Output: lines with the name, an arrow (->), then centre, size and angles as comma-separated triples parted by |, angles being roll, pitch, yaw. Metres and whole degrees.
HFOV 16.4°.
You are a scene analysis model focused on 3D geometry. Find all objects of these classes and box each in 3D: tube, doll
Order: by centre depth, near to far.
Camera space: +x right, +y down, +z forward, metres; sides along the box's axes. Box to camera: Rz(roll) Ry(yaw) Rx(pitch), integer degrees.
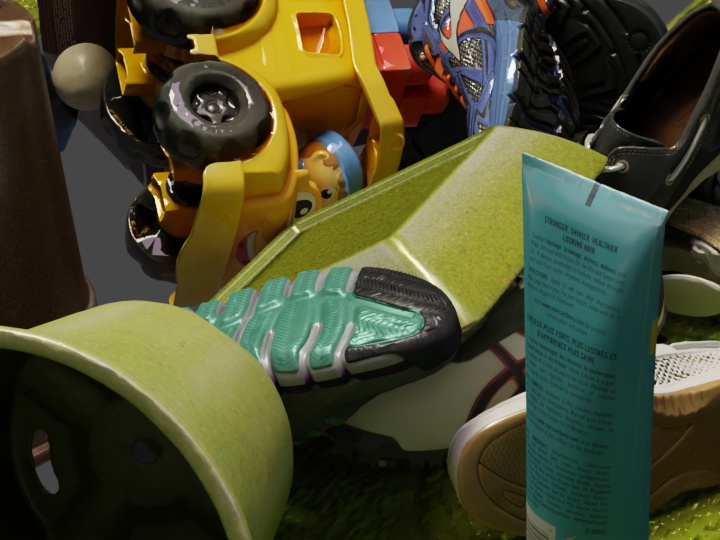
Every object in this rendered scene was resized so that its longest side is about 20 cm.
tube -> 0.092, 0.055, 1.016 | 0.077, 0.201, 0.050 | 21, 35, 38
doll -> -0.233, -0.108, 1.498 | 0.199, 0.136, 0.049 | -1, 61, 27

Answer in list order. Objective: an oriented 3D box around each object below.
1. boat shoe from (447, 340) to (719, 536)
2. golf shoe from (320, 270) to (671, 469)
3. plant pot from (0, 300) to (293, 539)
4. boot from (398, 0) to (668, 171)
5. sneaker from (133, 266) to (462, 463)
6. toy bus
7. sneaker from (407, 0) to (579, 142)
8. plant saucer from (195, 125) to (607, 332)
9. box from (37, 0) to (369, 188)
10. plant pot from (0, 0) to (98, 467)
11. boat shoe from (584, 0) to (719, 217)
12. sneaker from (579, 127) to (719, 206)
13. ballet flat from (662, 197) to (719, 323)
boat shoe -> 0.114, 0.071, 1.141 | 0.200, 0.071, 0.069 | -8, 23, -32
golf shoe -> 0.061, 0.032, 1.204 | 0.200, 0.088, 0.077 | -20, 32, -29
plant pot -> -0.112, 0.096, 0.992 | 0.200, 0.201, 0.184 | 3, 14, 12
boot -> 0.117, -0.130, 1.480 | 0.200, 0.077, 0.168 | -29, 10, 35
sneaker -> -0.040, 0.056, 1.113 | 0.199, 0.088, 0.074 | -8, 32, 24
toy bus -> -0.037, -0.088, 1.368 | 0.191, 0.136, 0.200 | -1, 55, -18
sneaker -> 0.066, -0.114, 1.340 | 0.078, 0.075, 0.200 | -23, 44, 22
plant saucer -> 0.000, 0.000, 1.208 | 0.199, 0.048, 0.200 | -25, 13, 33
box -> -0.099, -0.172, 1.558 | 0.165, 0.165, 0.200 | -12, 27, -21
plant pot -> -0.225, -0.023, 1.217 | 0.200, 0.199, 0.200 | -3, 25, 1
boat shoe -> 0.131, -0.052, 1.277 | 0.200, 0.068, 0.072 | -46, 49, -1
sneaker -> 0.209, -0.052, 1.384 | 0.199, 0.060, 0.104 | -12, 42, 24
ballet flat -> 0.148, -0.011, 1.318 | 0.200, 0.071, 0.071 | 18, 32, 37
